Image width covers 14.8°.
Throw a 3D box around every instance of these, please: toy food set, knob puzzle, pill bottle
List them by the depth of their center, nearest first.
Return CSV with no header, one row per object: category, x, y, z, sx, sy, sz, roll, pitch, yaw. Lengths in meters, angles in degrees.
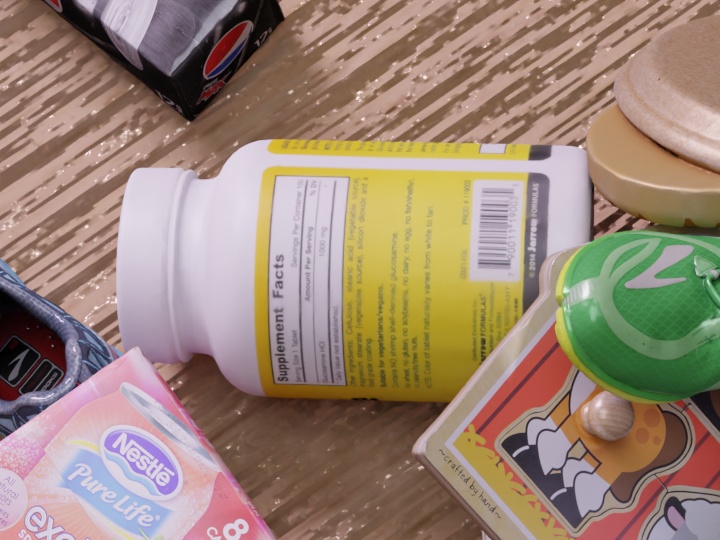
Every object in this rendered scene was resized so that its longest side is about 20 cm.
knob puzzle,0.146,0.065,1.134,0.219,0.030,0.220,3,82,-23
toy food set,0.204,-0.060,1.175,0.198,0.200,0.049,11,114,16
pill bottle,0.000,0.000,1.197,0.200,0.112,0.113,2,73,6

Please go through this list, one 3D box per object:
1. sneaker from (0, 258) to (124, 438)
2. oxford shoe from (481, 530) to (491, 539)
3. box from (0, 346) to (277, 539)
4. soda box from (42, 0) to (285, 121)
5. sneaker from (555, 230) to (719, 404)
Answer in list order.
sneaker,-0.175,0.017,1.209,0.200,0.096,0.079,26,75,26
oxford shoe,0.087,0.160,1.162,0.058,0.075,0.200,-14,79,6
box,-0.084,0.119,1.124,0.095,0.200,0.103,-35,73,-5
soda box,-0.133,-0.160,1.285,0.200,0.063,0.071,39,80,15
sneaker,0.170,0.012,1.097,0.200,0.084,0.074,4,68,-22
